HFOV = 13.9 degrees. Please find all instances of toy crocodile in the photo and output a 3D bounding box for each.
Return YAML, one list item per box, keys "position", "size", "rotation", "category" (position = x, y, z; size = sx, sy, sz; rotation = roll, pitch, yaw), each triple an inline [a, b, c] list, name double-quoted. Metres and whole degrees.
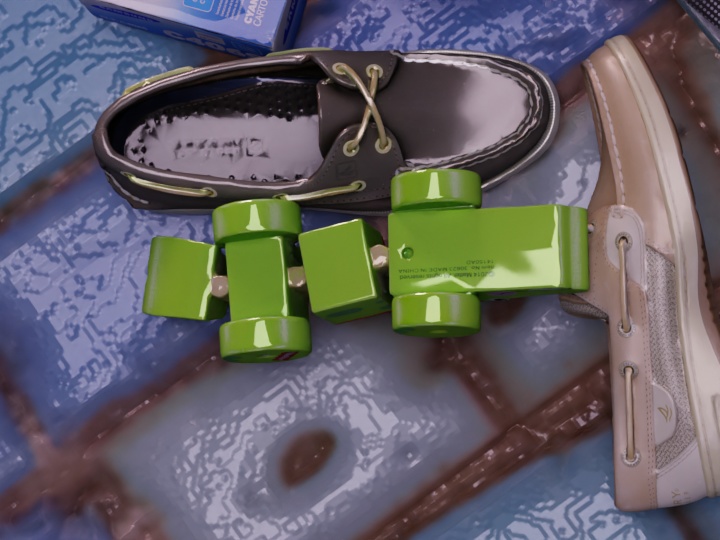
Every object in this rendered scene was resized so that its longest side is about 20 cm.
- position: [0.000, 0.000, 1.250]
  size: [0.200, 0.062, 0.068]
  rotation: [-8, 80, 15]
  category: "toy crocodile"

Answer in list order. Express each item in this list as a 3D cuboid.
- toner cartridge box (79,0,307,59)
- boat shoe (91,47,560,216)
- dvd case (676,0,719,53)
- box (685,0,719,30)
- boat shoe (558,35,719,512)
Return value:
- position: [-0.050, -0.199, 1.308]
  size: [0.095, 0.043, 0.200]
  rotation: [16, 84, 10]
  category: "toner cartridge box"
- position: [-0.015, -0.060, 1.274]
  size: [0.202, 0.060, 0.072]
  rotation: [-6, 81, 7]
  category: "boat shoe"
- position: [0.242, -0.145, 1.272]
  size: [0.200, 0.022, 0.146]
  rotation: [-38, 79, 2]
  category: "dvd case"
- position: [0.166, -0.182, 1.199]
  size: [0.200, 0.044, 0.160]
  rotation: [41, 132, 6]
  category: "box"
- position: [0.113, 0.001, 1.245]
  size: [0.065, 0.072, 0.200]
  rotation: [-12, 86, 5]
  category: "boat shoe"
